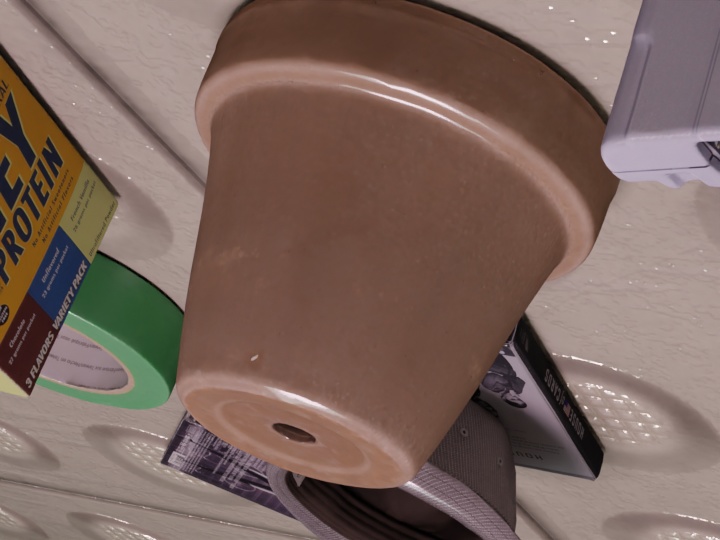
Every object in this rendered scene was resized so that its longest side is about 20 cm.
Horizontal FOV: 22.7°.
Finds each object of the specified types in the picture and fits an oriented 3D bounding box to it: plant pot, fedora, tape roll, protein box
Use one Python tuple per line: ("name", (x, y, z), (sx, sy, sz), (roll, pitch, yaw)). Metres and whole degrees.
("plant pot", (0.000, 0.000, 0.817), (0.200, 0.175, 0.200), (17, 158, 7))
("fedora", (0.038, 0.130, 1.124), (0.200, 0.090, 0.177), (39, 150, -25))
("tape roll", (-0.217, 0.032, 1.247), (0.200, 0.048, 0.201), (18, 157, 8))
("protein box", (-0.280, -0.048, 1.003), (0.198, 0.135, 0.200), (11, 156, 24))

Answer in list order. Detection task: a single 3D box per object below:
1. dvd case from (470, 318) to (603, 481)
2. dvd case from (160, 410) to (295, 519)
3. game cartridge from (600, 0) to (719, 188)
("dvd case", (0.058, 0.072, 1.125), (0.150, 0.025, 0.200), (9, 155, 27))
("dvd case", (-0.062, 0.174, 1.476), (0.200, 0.016, 0.149), (24, 157, -5))
("game cartridge", (0.168, -0.091, 0.511), (0.200, 0.133, 0.041), (-2, 149, 44))
